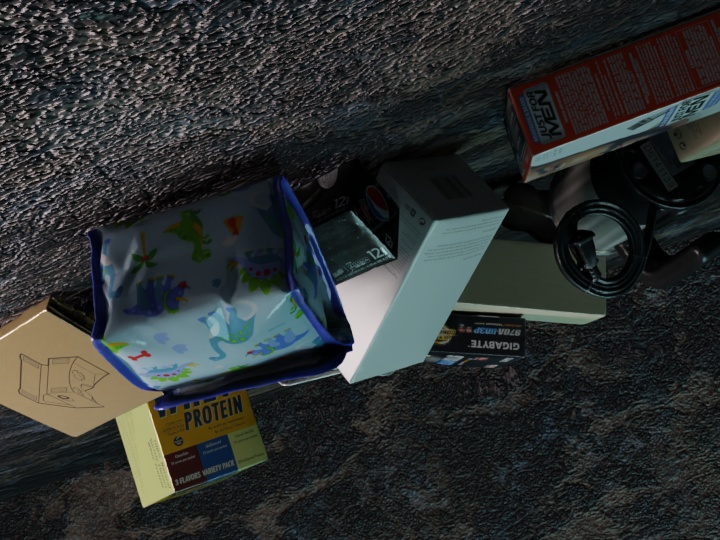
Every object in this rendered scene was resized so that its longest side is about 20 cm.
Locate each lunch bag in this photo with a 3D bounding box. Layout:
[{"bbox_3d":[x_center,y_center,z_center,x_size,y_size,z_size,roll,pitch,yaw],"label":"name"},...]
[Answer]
[{"bbox_3d":[-0.105,0.037,0.926,0.167,0.129,0.201,-13,153,7],"label":"lunch bag"}]

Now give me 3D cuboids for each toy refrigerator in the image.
[{"bbox_3d":[0.168,0.011,1.269,0.196,0.077,0.070,4,167,-12],"label":"toy refrigerator"}]

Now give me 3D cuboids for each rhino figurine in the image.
[{"bbox_3d":[0.244,-0.052,1.311,0.197,0.061,0.087,17,180,-2],"label":"rhino figurine"}]

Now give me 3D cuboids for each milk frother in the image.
[{"bbox_3d":[0.249,-0.057,1.169,0.197,0.183,0.188,-12,169,-15],"label":"milk frother"}]

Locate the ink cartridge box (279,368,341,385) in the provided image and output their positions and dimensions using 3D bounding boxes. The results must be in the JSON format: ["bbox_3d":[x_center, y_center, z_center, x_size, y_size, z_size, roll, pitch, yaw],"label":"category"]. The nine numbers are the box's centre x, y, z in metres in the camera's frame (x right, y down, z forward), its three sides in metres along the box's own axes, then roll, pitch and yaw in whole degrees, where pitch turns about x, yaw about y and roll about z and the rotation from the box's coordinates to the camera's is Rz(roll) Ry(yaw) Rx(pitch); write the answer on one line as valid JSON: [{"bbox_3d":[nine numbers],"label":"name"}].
[{"bbox_3d":[-0.061,0.063,1.239,0.115,0.069,0.200,-13,-168,-17],"label":"ink cartridge box"}]

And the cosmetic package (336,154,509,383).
[{"bbox_3d":[0.041,0.000,1.069,0.107,0.085,0.201,-10,139,-44],"label":"cosmetic package"}]

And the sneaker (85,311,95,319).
[{"bbox_3d":[-0.304,0.086,1.213,0.089,0.071,0.200,0,160,-32],"label":"sneaker"}]

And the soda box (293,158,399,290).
[{"bbox_3d":[-0.064,-0.017,0.998,0.198,0.064,0.071,-24,129,29],"label":"soda box"}]

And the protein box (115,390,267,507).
[{"bbox_3d":[-0.241,0.194,1.545,0.133,0.201,0.200,-15,170,-26],"label":"protein box"}]

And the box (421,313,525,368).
[{"bbox_3d":[0.101,0.083,1.345,0.156,0.047,0.200,4,172,-2],"label":"box"}]

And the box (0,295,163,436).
[{"bbox_3d":[-0.296,0.103,1.143,0.199,0.022,0.163,-27,132,38],"label":"box"}]

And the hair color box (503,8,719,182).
[{"bbox_3d":[0.221,-0.143,0.944,0.197,0.065,0.111,-19,172,3],"label":"hair color box"}]

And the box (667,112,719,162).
[{"bbox_3d":[0.366,-0.175,1.017,0.094,0.079,0.200,-15,170,-29],"label":"box"}]
